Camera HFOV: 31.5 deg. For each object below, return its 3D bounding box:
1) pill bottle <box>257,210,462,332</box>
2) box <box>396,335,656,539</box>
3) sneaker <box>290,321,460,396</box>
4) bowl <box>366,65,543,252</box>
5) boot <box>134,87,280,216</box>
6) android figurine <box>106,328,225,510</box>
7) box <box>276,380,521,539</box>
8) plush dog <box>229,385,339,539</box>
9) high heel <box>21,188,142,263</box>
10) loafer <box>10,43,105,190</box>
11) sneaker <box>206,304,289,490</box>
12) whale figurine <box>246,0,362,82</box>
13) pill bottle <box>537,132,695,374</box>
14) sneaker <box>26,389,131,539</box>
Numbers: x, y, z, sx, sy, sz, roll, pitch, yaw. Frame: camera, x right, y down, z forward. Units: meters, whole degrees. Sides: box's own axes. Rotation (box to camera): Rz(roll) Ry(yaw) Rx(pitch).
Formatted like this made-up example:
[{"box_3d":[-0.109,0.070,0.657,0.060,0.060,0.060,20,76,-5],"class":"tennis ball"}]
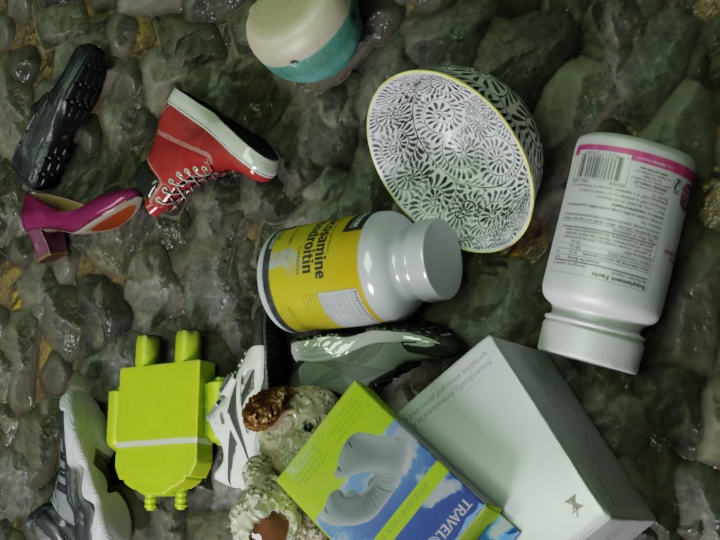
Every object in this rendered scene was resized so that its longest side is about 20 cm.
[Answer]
[{"box_3d":[0.000,0.000,1.307,0.198,0.112,0.114,-8,76,33],"class":"pill bottle"},{"box_3d":[0.126,0.203,1.179,0.199,0.130,0.201,-41,62,18],"class":"box"},{"box_3d":[0.018,0.095,1.312,0.198,0.074,0.081,-12,85,35],"class":"sneaker"},{"box_3d":[0.111,-0.127,1.259,0.199,0.094,0.203,28,140,27],"class":"bowl"},{"box_3d":[-0.182,-0.109,1.477,0.199,0.072,0.146,34,99,41],"class":"boot"},{"box_3d":[-0.221,0.172,1.459,0.180,0.041,0.203,-10,75,30],"class":"android figurine"},{"box_3d":[0.030,0.207,1.125,0.200,0.048,0.122,40,93,32],"class":"box"},{"box_3d":[-0.059,0.203,1.286,0.160,0.198,0.174,3,75,54],"class":"plush dog"},{"box_3d":[-0.350,-0.086,1.573,0.198,0.067,0.097,-24,79,30],"class":"high heel"},{"box_3d":[-0.389,-0.201,1.624,0.070,0.068,0.202,33,102,23],"class":"loafer"},{"box_3d":[-0.126,0.136,1.378,0.087,0.074,0.203,0,79,18],"class":"sneaker"},{"box_3d":[-0.050,-0.296,1.428,0.157,0.104,0.202,-15,48,30],"class":"whale figurine"},{"box_3d":[0.230,-0.014,1.168,0.112,0.113,0.203,13,87,33],"class":"pill bottle"},{"box_3d":[-0.344,0.248,1.498,0.113,0.075,0.202,-27,70,22],"class":"sneaker"}]
